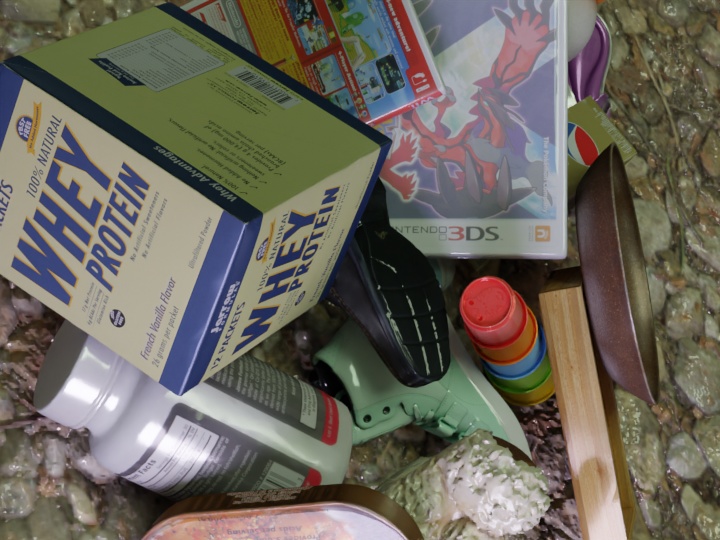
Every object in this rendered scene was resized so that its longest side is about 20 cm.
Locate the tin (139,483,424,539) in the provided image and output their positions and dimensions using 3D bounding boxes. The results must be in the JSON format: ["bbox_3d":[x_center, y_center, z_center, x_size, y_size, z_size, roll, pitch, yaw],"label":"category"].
[{"bbox_3d":[-0.052,0.197,1.273,0.042,0.198,0.113,-51,134,-70],"label":"tin"}]

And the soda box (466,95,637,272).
[{"bbox_3d":[0.139,-0.071,1.555,0.064,0.068,0.200,51,37,7],"label":"soda box"}]

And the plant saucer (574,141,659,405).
[{"bbox_3d":[0.194,0.005,1.500,0.200,0.036,0.203,-11,90,-78],"label":"plant saucer"}]

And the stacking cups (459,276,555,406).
[{"bbox_3d":[0.112,0.047,1.454,0.060,0.200,0.061,-3,71,10],"label":"stacking cups"}]

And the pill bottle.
[{"bbox_3d":[-0.113,0.098,1.319,0.199,0.111,0.112,29,54,-21],"label":"pill bottle"}]

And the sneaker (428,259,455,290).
[{"bbox_3d":[-0.009,-0.050,1.490,0.200,0.074,0.082,50,46,-4],"label":"sneaker"}]

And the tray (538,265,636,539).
[{"bbox_3d":[0.172,0.104,1.493,0.099,0.037,0.202,-41,120,-75],"label":"tray"}]

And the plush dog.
[{"bbox_3d":[0.057,0.223,1.341,0.160,0.200,0.173,-31,87,-25],"label":"plush dog"}]

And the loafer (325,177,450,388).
[{"bbox_3d":[0.000,0.000,1.406,0.072,0.072,0.201,-2,60,-47],"label":"loafer"}]

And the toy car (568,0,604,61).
[{"bbox_3d":[0.108,-0.197,1.536,0.177,0.199,0.186,8,63,-63],"label":"toy car"}]

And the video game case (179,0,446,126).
[{"bbox_3d":[-0.052,-0.155,1.454,0.017,0.198,0.144,27,41,-75],"label":"video game case"}]

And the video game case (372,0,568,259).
[{"bbox_3d":[0.063,-0.109,1.454,0.180,0.023,0.202,0,84,5],"label":"video game case"}]

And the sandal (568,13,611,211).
[{"bbox_3d":[0.187,-0.148,1.691,0.082,0.050,0.205,18,60,-25],"label":"sandal"}]

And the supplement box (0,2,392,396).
[{"bbox_3d":[-0.123,-0.055,1.295,0.199,0.135,0.200,32,30,15],"label":"supplement box"}]

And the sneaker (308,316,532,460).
[{"bbox_3d":[0.041,0.112,1.459,0.118,0.074,0.201,-40,106,-20],"label":"sneaker"}]
